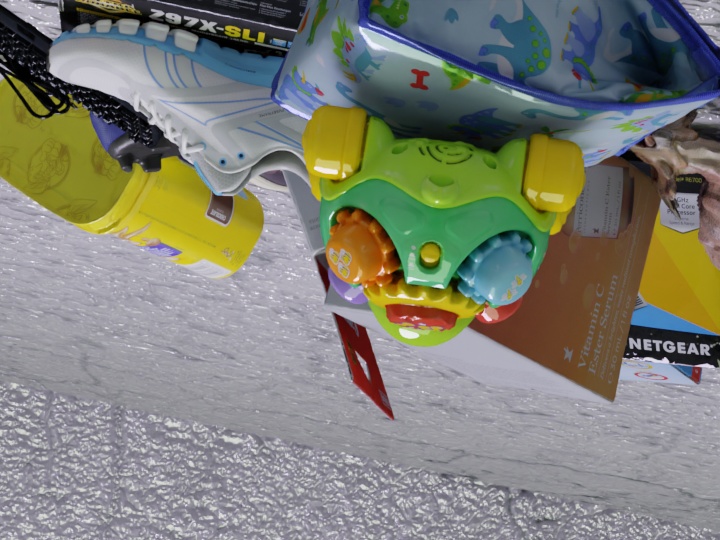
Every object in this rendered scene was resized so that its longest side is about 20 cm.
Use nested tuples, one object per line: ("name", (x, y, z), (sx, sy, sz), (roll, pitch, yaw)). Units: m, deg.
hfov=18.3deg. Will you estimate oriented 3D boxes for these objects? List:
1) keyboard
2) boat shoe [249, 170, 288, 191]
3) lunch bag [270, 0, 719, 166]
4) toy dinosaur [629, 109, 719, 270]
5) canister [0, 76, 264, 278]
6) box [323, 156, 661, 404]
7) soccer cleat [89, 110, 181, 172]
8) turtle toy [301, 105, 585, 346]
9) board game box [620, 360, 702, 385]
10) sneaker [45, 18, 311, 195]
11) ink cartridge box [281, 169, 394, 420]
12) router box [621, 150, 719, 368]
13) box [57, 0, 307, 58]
("keyboard", (-0.214, -0.130, 1.430), (0.200, 0.040, 0.104), (35, 172, 6))
("boat shoe", (-0.062, -0.103, 1.535), (0.065, 0.072, 0.200), (4, 163, 39))
("lunch bag", (0.077, -0.120, 1.188), (0.199, 0.128, 0.170), (23, 166, -12))
("toy dinosaur", (0.241, -0.035, 1.434), (0.135, 0.086, 0.201), (7, 135, 30))
("canister", (-0.176, -0.069, 1.687), (0.148, 0.087, 0.200), (32, -178, 29))
("box", (0.089, -0.016, 1.411), (0.106, 0.153, 0.200), (8, 170, 35))
("soccer cleat", (-0.123, -0.114, 1.578), (0.065, 0.084, 0.200), (-27, 170, 24))
("turtle toy", (0.038, -0.017, 1.186), (0.145, 0.102, 0.200), (8, 171, 2))
("board game box", (0.145, 0.035, 1.733), (0.199, 0.056, 0.196), (3, 167, 26))
("sneaker", (-0.095, -0.092, 1.343), (0.199, 0.087, 0.075), (13, 170, -1))
("ink cartridge box", (0.000, 0.000, 1.492), (0.043, 0.174, 0.200), (-20, 167, 4))
("router box", (0.163, -0.016, 1.557), (0.199, 0.150, 0.051), (4, -157, 27))
("box", (-0.084, -0.152, 1.373), (0.199, 0.050, 0.160), (12, 166, -3))
